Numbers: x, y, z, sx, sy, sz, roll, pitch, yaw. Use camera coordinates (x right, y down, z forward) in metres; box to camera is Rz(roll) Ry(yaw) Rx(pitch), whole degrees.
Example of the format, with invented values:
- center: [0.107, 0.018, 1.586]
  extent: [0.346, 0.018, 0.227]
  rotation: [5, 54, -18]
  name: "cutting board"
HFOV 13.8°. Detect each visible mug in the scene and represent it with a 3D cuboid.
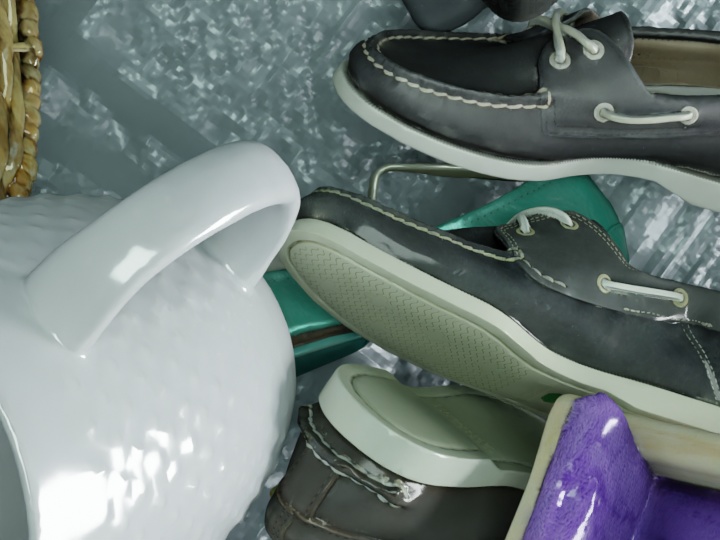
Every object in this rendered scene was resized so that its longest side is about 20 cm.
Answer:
- center: [-0.092, 0.032, 0.958]
  extent: [0.148, 0.175, 0.200]
  rotation: [50, 125, 13]
  name: "mug"

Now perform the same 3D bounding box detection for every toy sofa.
- center: [0.086, 0.147, 1.005]
  extent: [0.098, 0.083, 0.201]
  rotation: [48, 61, -48]
  name: "toy sofa"

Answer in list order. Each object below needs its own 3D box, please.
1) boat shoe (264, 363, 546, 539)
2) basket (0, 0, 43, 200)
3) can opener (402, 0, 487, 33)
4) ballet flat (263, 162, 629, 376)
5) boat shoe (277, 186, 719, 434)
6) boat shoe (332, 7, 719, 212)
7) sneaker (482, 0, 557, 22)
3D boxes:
- center: [0.033, 0.081, 1.072]
  extent: [0.072, 0.201, 0.061]
  rotation: [42, 102, 32]
  name: "boat shoe"
- center: [-0.210, -0.088, 1.061]
  extent: [0.142, 0.149, 0.201]
  rotation: [-4, 83, -47]
  name: "basket"
- center: [-0.020, -0.175, 1.115]
  extent: [0.067, 0.053, 0.201]
  rotation: [-26, 97, 26]
  name: "can opener"
- center: [0.000, 0.000, 1.112]
  extent: [0.199, 0.067, 0.071]
  rotation: [-15, 80, -10]
  name: "ballet flat"
- center: [0.060, 0.010, 1.065]
  extent: [0.199, 0.072, 0.068]
  rotation: [23, 70, -22]
  name: "boat shoe"
- center: [0.090, -0.067, 1.098]
  extent: [0.199, 0.074, 0.061]
  rotation: [11, 122, -16]
  name: "boat shoe"
- center: [0.074, -0.190, 1.073]
  extent: [0.115, 0.076, 0.201]
  rotation: [-13, 67, -6]
  name: "sneaker"
